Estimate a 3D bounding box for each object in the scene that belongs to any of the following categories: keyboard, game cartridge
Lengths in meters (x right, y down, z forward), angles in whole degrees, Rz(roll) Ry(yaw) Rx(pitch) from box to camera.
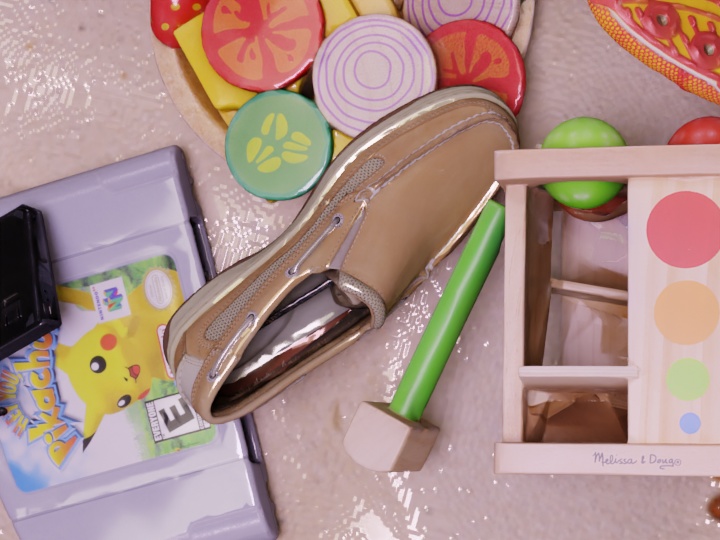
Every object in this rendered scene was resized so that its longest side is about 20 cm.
[{"bbox_3d":[-0.220,0.055,1.016,0.200,0.040,0.104,-28,53,24],"label":"keyboard"},{"bbox_3d":[-0.126,0.051,1.016,0.133,0.040,0.201,-17,82,13],"label":"game cartridge"}]

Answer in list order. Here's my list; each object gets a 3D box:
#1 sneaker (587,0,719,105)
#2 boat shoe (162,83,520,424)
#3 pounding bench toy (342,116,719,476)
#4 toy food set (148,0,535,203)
[{"bbox_3d":[0.173,-0.086,0.896,0.200,0.077,0.073,20,66,-27],"label":"sneaker"},{"bbox_3d":[0.000,0.000,0.941,0.200,0.076,0.072,-44,117,5],"label":"boat shoe"},{"bbox_3d":[0.092,0.013,0.929,0.199,0.124,0.157,-1,85,11],"label":"pounding bench toy"},{"bbox_3d":[-0.008,-0.132,1.000,0.200,0.049,0.198,-31,80,7],"label":"toy food set"}]
